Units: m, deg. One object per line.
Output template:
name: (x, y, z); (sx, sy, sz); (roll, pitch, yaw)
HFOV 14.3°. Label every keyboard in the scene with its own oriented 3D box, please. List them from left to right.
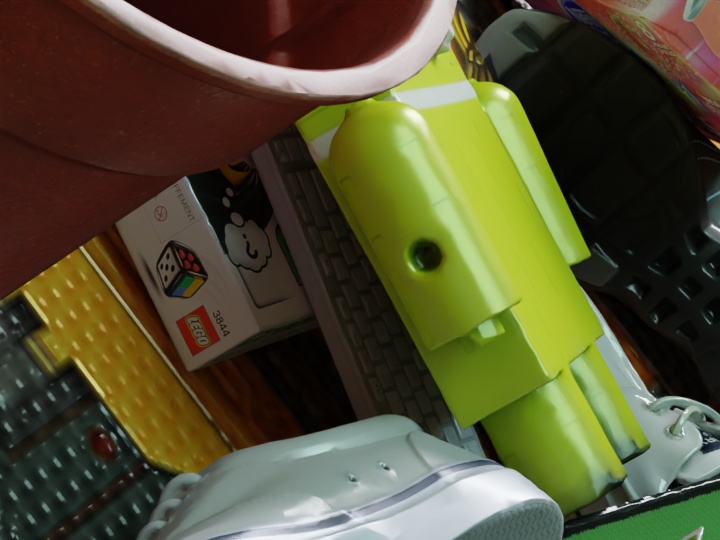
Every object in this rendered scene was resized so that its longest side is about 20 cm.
keyboard: (0.000, 0.000, 0.872); (0.056, 0.011, 0.201); (-13, 79, -57)

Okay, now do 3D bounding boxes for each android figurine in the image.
android figurine: (0.026, -0.024, 0.866); (0.201, 0.041, 0.182); (63, 13, 2)

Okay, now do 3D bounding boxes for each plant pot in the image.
plant pot: (-0.114, -0.072, 0.679); (0.200, 0.195, 0.202); (33, 37, -29)

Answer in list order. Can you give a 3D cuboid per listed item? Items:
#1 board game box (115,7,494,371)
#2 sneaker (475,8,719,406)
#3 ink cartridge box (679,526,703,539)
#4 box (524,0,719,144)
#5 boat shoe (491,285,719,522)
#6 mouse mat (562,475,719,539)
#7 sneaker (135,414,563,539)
board game box: (-0.018, -0.048, 0.927); (0.200, 0.035, 0.127); (-19, 81, -57)
sneaker: (0.110, -0.016, 1.059); (0.200, 0.075, 0.079); (49, 12, -10)
ink cartridge box: (0.040, 0.174, 0.682); (0.076, 0.148, 0.200); (44, 32, -14)
box: (0.132, -0.113, 1.050); (0.095, 0.103, 0.200); (41, 1, -18)
boat shoe: (0.101, 0.074, 0.940); (0.073, 0.067, 0.201); (3, 56, -52)
mouse mat: (0.130, 0.159, 0.861); (0.160, 0.008, 0.201); (-12, 85, -37)
sneaker: (-0.034, 0.088, 0.761); (0.071, 0.073, 0.199); (28, 26, 36)
